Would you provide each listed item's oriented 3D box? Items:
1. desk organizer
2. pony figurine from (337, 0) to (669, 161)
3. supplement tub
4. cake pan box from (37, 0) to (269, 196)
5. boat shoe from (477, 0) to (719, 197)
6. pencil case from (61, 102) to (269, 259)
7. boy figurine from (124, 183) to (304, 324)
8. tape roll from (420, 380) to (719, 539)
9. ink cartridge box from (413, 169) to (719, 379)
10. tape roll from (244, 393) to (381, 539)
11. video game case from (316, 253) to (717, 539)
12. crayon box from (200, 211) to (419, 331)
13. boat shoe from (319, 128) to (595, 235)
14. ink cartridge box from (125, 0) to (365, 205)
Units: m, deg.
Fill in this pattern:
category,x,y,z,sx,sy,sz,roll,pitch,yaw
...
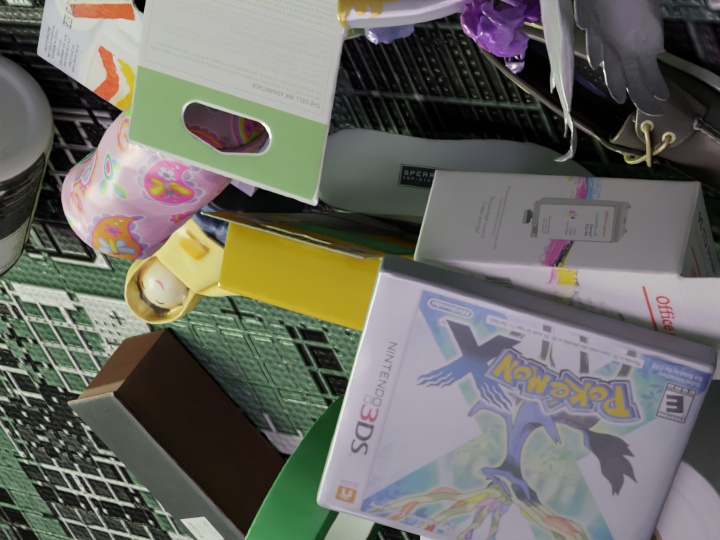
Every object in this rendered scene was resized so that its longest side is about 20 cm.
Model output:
category,x,y,z,sx,sy,sz,roll,pitch,yaw
desk organizer,-0.132,0.146,1.964,0.200,0.077,0.072,50,146,-19
pony figurine,0.088,-0.166,1.278,0.198,0.166,0.195,3,107,21
supplement tub,-0.298,-0.064,1.817,0.122,0.123,0.200,35,148,4
cake pan box,-0.114,-0.160,1.580,0.184,0.052,0.200,33,148,4
boat shoe,0.155,-0.094,1.385,0.201,0.060,0.072,37,149,1
pencil case,-0.125,-0.077,1.578,0.087,0.088,0.200,40,148,-5
boy figurine,-0.118,-0.023,1.748,0.124,0.065,0.200,40,145,-9
tape roll,0.144,0.135,1.546,0.201,0.140,0.204,5,125,7
ink cartridge box,0.143,0.003,1.418,0.198,0.068,0.117,4,149,20
tape roll,-0.029,0.186,1.796,0.048,0.201,0.201,28,147,13
video game case,0.088,0.093,1.430,0.198,0.022,0.183,16,125,1
crayon box,0.000,0.000,1.548,0.125,0.199,0.052,16,99,31
boat shoe,0.068,-0.044,1.536,0.198,0.072,0.068,8,174,18
ink cartridge box,-0.059,-0.156,1.439,0.145,0.048,0.202,19,112,27
